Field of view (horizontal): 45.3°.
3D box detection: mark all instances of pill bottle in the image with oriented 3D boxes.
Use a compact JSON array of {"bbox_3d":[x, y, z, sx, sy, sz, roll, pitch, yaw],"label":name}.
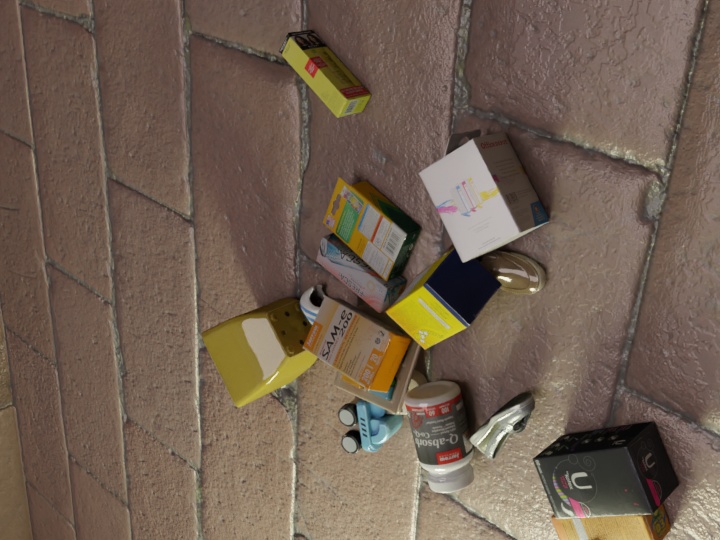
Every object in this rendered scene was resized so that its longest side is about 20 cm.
[{"bbox_3d":[0.164,0.334,1.736,0.116,0.116,0.201,-4,103,46],"label":"pill bottle"}]

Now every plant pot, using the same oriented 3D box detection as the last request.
[{"bbox_3d":[-0.207,0.170,1.997,0.200,0.194,0.196,-32,83,42],"label":"plant pot"}]

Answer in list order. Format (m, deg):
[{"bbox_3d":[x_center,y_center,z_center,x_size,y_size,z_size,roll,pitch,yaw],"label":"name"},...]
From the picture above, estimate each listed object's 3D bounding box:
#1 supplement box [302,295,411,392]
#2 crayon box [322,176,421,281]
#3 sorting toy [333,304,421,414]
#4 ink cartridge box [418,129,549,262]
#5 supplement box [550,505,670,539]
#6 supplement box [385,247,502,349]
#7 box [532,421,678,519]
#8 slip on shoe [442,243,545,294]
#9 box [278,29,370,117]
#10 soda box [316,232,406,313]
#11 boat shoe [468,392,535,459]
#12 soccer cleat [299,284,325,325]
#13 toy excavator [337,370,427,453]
[{"bbox_3d":[-0.010,0.151,1.784,0.200,0.073,0.126,27,95,37],"label":"supplement box"},{"bbox_3d":[0.021,-0.091,1.754,0.200,0.051,0.126,42,132,24],"label":"crayon box"},{"bbox_3d":[0.034,0.183,1.810,0.200,0.036,0.186,19,92,41],"label":"sorting toy"},{"bbox_3d":[0.206,-0.138,1.477,0.125,0.128,0.201,-30,83,36],"label":"ink cartridge box"},{"bbox_3d":[0.443,0.451,1.538,0.200,0.066,0.069,-23,90,48],"label":"supplement box"},{"bbox_3d":[0.149,0.052,1.582,0.109,0.109,0.200,44,155,-3],"label":"supplement box"},{"bbox_3d":[0.420,0.348,1.490,0.200,0.106,0.123,-23,90,47],"label":"box"},{"bbox_3d":[0.238,-0.005,1.562,0.200,0.060,0.076,28,124,35],"label":"slip on shoe"},{"bbox_3d":[-0.072,-0.391,1.709,0.200,0.075,0.050,52,135,18],"label":"box"},{"bbox_3d":[0.000,0.000,1.804,0.200,0.063,0.069,38,130,27],"label":"soda box"},{"bbox_3d":[0.279,0.296,1.641,0.065,0.074,0.202,48,138,12],"label":"boat shoe"},{"bbox_3d":[-0.066,0.120,1.914,0.200,0.070,0.086,53,136,16],"label":"soccer cleat"},{"bbox_3d":[0.058,0.303,1.863,0.199,0.100,0.195,2,107,30],"label":"toy excavator"}]
